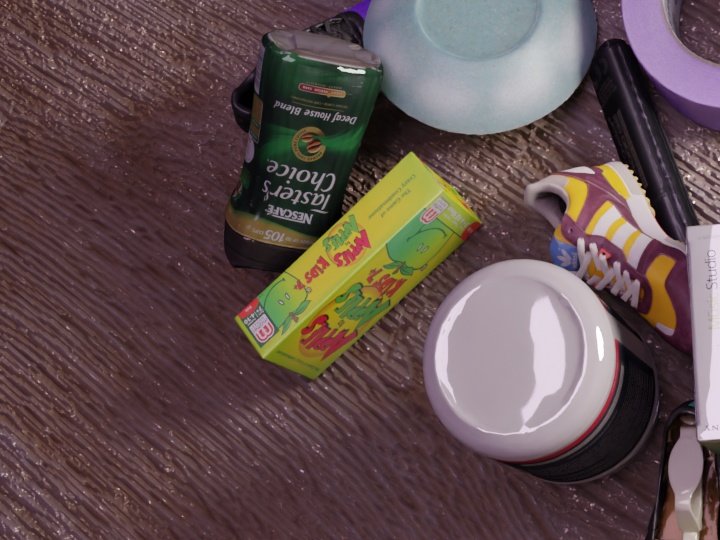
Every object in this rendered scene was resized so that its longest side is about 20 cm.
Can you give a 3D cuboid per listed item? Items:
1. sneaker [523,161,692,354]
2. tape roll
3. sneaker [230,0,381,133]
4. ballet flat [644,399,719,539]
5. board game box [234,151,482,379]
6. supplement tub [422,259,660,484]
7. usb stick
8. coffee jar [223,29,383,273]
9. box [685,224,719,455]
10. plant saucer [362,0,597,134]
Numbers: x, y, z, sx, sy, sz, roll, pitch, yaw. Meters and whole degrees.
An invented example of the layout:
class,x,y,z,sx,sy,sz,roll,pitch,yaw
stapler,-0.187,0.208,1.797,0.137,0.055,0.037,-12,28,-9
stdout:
class,x,y,z,sx,sy,sz,roll,pitch,yaw
sneaker,0.194,-0.004,1.154,0.089,0.076,0.201,-10,40,-16
tape roll,0.309,-0.213,1.197,0.198,0.066,0.203,-6,74,22
sneaker,-0.031,-0.183,1.323,0.199,0.099,0.070,-38,66,11
ballet flat,0.237,0.193,1.119,0.067,0.068,0.203,-2,75,23
board game box,0.000,0.000,1.260,0.200,0.101,0.048,-43,65,8
supplement tub,0.140,0.081,1.119,0.139,0.200,0.142,-7,73,23
usb stick,0.228,-0.089,1.210,0.032,0.056,0.202,-10,68,-16
coffee jar,-0.052,-0.092,1.271,0.086,0.103,0.202,-115,35,-63
box,0.270,0.062,1.065,0.036,0.200,0.146,-7,74,26
plant saucer,0.099,-0.210,1.269,0.198,0.039,0.203,-2,63,5
